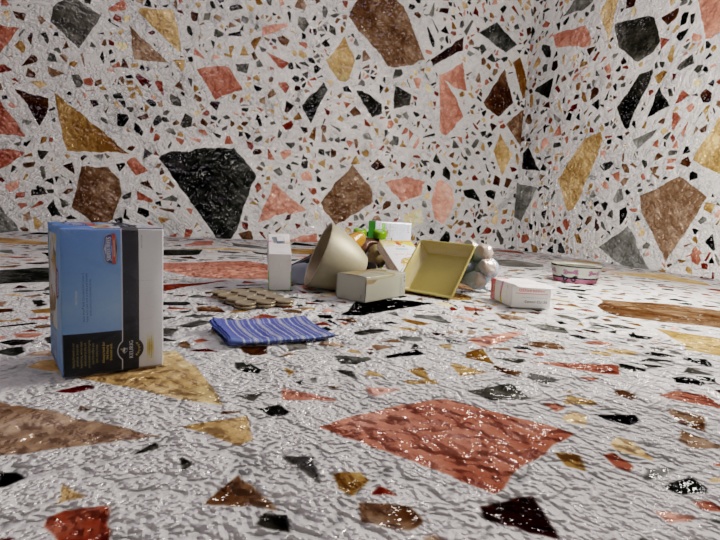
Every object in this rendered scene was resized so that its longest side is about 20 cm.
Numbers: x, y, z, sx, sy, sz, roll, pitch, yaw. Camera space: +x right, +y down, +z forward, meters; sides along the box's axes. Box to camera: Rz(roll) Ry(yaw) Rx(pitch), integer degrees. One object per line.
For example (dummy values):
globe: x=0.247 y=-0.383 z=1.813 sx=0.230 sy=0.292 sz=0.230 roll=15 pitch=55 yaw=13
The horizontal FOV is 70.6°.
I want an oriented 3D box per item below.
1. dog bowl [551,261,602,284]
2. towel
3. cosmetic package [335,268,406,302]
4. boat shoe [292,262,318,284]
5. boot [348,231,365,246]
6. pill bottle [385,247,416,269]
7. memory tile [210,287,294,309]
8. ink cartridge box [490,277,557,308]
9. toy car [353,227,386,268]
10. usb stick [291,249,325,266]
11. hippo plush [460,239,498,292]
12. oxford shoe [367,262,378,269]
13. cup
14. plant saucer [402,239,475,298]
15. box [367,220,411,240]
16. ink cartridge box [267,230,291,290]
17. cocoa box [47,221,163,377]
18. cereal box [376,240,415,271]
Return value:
dog bowl: x=0.893 y=0.010 z=2.112 sx=0.200 sy=0.074 sz=0.200 roll=4 pitch=7 yaw=-1
towel: x=-0.168 y=0.108 z=0.948 sx=0.200 sy=0.024 sz=0.145 roll=0 pitch=9 yaw=-29
cosmetic package: x=0.033 y=0.039 z=1.425 sx=0.105 sy=0.071 sz=0.200 roll=9 pitch=8 yaw=34
boat shoe: x=-0.136 y=0.012 z=1.619 sx=0.200 sy=0.070 sz=0.066 roll=-9 pitch=-19 yaw=-12
boot: x=-0.041 y=-0.070 z=1.713 sx=0.201 sy=0.071 sz=0.144 roll=-33 pitch=13 yaw=-19
pill bottle: x=0.176 y=-0.032 z=1.937 sx=0.109 sy=0.109 sz=0.200 roll=8 pitch=8 yaw=33
memory tile: x=-0.271 y=0.068 z=1.259 sx=0.153 sy=0.017 sz=0.200 roll=-2 pitch=9 yaw=-37
ink cartridge box: x=0.460 y=0.065 z=1.448 sx=0.116 sy=0.068 sz=0.200 roll=2 pitch=5 yaw=-6
toy car: x=0.044 y=-0.059 z=1.975 sx=0.158 sy=0.165 sz=0.200 roll=2 pitch=19 yaw=-12
usb stick: x=-0.184 y=-0.022 z=1.640 sx=0.200 sy=0.033 sz=0.055 roll=-25 pitch=5 yaw=14
hippo plush: x=0.371 y=0.018 z=1.615 sx=0.161 sy=0.200 sz=0.159 roll=29 pitch=18 yaw=-41
oxford shoe: x=-0.022 y=0.013 z=1.736 sx=0.200 sy=0.071 sz=0.071 roll=4 pitch=-24 yaw=30
cup: x=-0.063 y=-0.021 z=1.508 sx=0.143 sy=0.201 sz=0.200 roll=24 pitch=1 yaw=-15
plant saucer: x=0.234 y=0.003 z=1.557 sx=0.200 sy=0.200 sz=0.048 roll=9 pitch=-32 yaw=37
box: x=0.128 y=-0.120 z=2.273 sx=0.176 sy=0.200 sz=0.097 roll=0 pitch=7 yaw=-19
ink cartridge box: x=-0.243 y=-0.036 z=1.508 sx=0.067 sy=0.117 sz=0.200 roll=0 pitch=24 yaw=-11
cocoa box: x=-0.366 y=0.032 z=0.729 sx=0.131 sy=0.200 sz=0.133 roll=-3 pitch=9 yaw=-37
cereal box: x=0.159 y=-0.029 z=1.780 sx=0.144 sy=0.040 sz=0.200 roll=-1 pitch=42 yaw=-32
